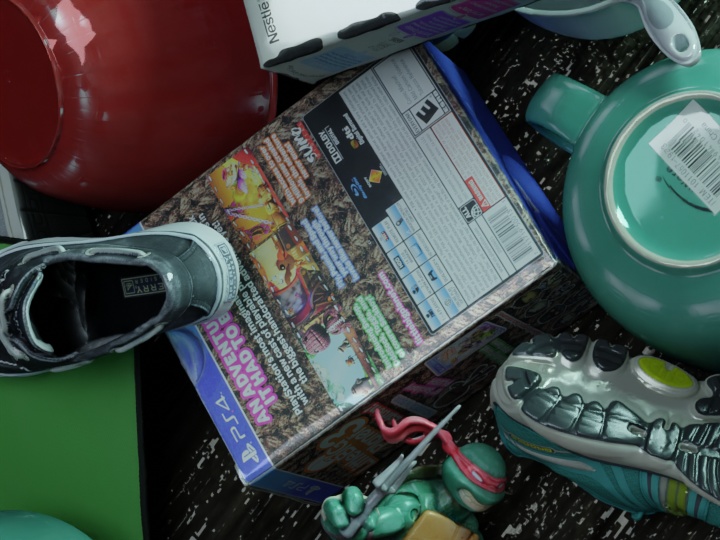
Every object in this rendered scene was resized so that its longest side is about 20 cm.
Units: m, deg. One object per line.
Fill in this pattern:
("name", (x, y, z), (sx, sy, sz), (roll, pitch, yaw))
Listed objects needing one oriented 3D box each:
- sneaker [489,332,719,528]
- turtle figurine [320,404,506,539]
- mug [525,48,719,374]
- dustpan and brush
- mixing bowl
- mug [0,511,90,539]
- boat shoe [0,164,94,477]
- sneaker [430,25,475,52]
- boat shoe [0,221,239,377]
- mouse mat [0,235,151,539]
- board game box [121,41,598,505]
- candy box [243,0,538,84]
("sneaker", (0.159, 0.091, 1.076), (0.199, 0.080, 0.078), (22, 58, 9))
("turtle figurine", (0.029, 0.155, 1.085), (0.149, 0.101, 0.200), (29, 107, -15))
("mug", (0.162, -0.031, 1.076), (0.184, 0.114, 0.153), (-1, 78, 22))
("dustpan and brush", (0.138, -0.154, 1.108), (0.139, 0.057, 0.200), (-36, 46, 11))
("mixing bowl", (-0.150, -0.114, 1.179), (0.200, 0.108, 0.201), (23, 122, 42))
("mug", (-0.176, 0.214, 1.147), (0.185, 0.114, 0.153), (36, 116, 18))
("boat shoe", (-0.188, 0.018, 1.239), (0.064, 0.074, 0.203), (-18, 81, 22))
("sneaker", (-0.001, -0.215, 1.201), (0.078, 0.089, 0.201), (-37, 65, 11))
("boat shoe", (-0.157, 0.021, 1.124), (0.199, 0.068, 0.072), (-9, 97, 34))
("mouse mat", (-0.182, 0.080, 1.200), (0.160, 0.008, 0.201), (8, 105, 31))
("board game box", (0.000, 0.000, 1.148), (0.200, 0.097, 0.160), (-35, 67, 12))
("candy box", (0.028, -0.205, 1.073), (0.199, 0.071, 0.169), (-19, 83, 19))
